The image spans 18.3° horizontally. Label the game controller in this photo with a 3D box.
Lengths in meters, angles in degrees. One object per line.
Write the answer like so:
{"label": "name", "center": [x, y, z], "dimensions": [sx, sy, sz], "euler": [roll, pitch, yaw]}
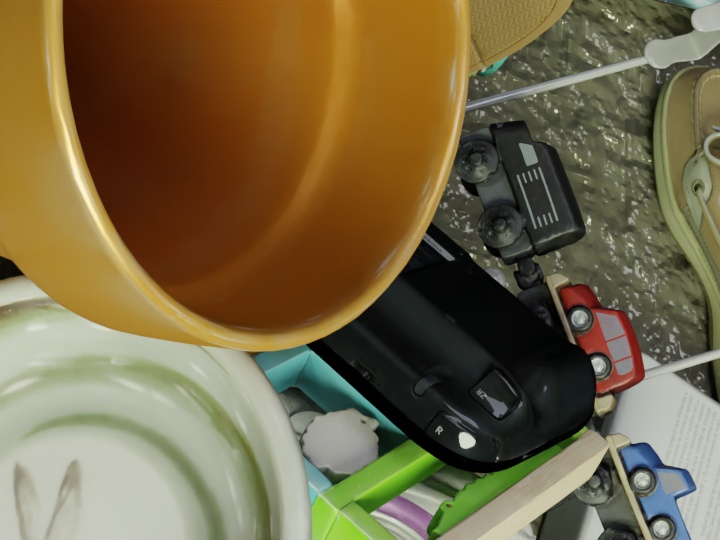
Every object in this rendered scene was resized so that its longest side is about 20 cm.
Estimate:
{"label": "game controller", "center": [0.000, 0.000, 0.847], "dimensions": [0.200, 0.042, 0.104], "euler": [42, 24, 21]}

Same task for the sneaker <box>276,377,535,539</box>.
{"label": "sneaker", "center": [-0.019, 0.058, 0.868], "dimensions": [0.199, 0.075, 0.100], "euler": [24, 49, -10]}

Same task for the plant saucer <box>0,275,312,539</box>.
{"label": "plant saucer", "center": [-0.106, 0.101, 0.770], "dimensions": [0.050, 0.199, 0.201], "euler": [51, 30, -63]}

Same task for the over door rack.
{"label": "over door rack", "center": [0.083, -0.009, 0.949], "dimensions": [0.199, 0.067, 0.148], "euler": [-18, 78, -6]}

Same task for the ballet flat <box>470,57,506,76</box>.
{"label": "ballet flat", "center": [0.052, -0.133, 0.991], "dimensions": [0.064, 0.076, 0.200], "euler": [34, 18, -1]}

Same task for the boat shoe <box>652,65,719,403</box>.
{"label": "boat shoe", "center": [0.191, -0.011, 1.053], "dimensions": [0.073, 0.063, 0.202], "euler": [7, 64, -30]}

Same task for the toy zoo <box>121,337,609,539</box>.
{"label": "toy zoo", "center": [-0.018, 0.032, 0.837], "dimensions": [0.200, 0.021, 0.131], "euler": [40, 38, 20]}

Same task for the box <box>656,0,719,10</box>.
{"label": "box", "center": [0.204, -0.192, 1.120], "dimensions": [0.199, 0.040, 0.138], "euler": [8, 101, -29]}

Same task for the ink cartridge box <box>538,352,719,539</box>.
{"label": "ink cartridge box", "center": [0.151, 0.160, 0.956], "dimensions": [0.173, 0.044, 0.201], "euler": [34, 53, -15]}

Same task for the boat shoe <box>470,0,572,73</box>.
{"label": "boat shoe", "center": [-0.007, -0.113, 0.903], "dimensions": [0.071, 0.199, 0.070], "euler": [52, 36, -41]}

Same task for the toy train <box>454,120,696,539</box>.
{"label": "toy train", "center": [0.088, 0.033, 0.884], "dimensions": [0.046, 0.034, 0.201], "euler": [-20, 78, 5]}

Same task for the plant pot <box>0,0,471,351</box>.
{"label": "plant pot", "center": [-0.093, -0.079, 0.751], "dimensions": [0.200, 0.183, 0.201], "euler": [-5, 97, -51]}
